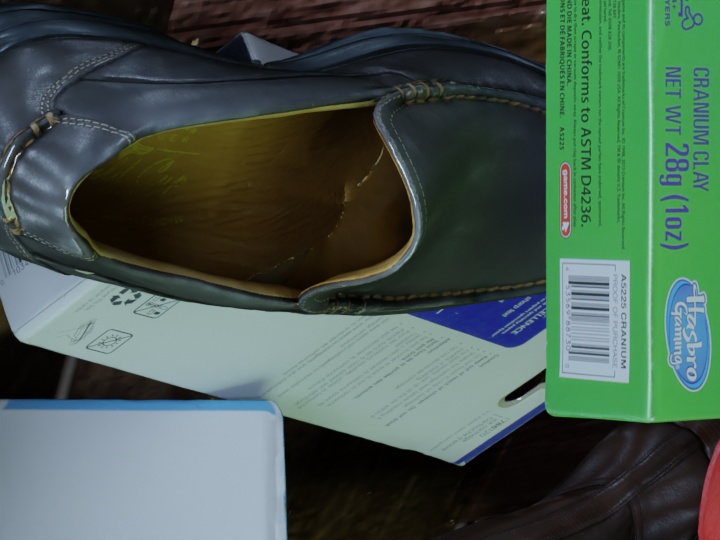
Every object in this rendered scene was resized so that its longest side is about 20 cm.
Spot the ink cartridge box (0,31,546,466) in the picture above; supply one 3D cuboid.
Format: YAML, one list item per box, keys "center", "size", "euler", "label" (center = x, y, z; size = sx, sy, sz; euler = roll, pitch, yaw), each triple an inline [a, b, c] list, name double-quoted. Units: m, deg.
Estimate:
- center: [0.000, 0.000, 0.827]
  size: [0.099, 0.039, 0.200]
  euler: [-36, 147, 24]
  label: "ink cartridge box"

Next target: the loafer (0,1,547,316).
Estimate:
- center: [-0.005, -0.016, 0.694]
  size: [0.200, 0.072, 0.073]
  euler: [0, 112, -31]
  label: "loafer"

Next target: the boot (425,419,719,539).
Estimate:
- center: [0.028, 0.134, 0.982]
  size: [0.200, 0.064, 0.186]
  euler: [-27, 150, -48]
  label: "boot"

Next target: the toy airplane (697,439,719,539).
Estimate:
- center: [0.172, 0.003, 0.872]
  size: [0.199, 0.141, 0.200]
  euler: [-8, 108, -39]
  label: "toy airplane"

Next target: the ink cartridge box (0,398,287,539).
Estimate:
- center: [-0.097, 0.146, 0.866]
  size: [0.147, 0.146, 0.200]
  euler: [0, 149, -4]
  label: "ink cartridge box"

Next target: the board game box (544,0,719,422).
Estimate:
- center: [0.136, -0.043, 0.735]
  size: [0.200, 0.153, 0.040]
  euler: [-2, -178, -34]
  label: "board game box"
